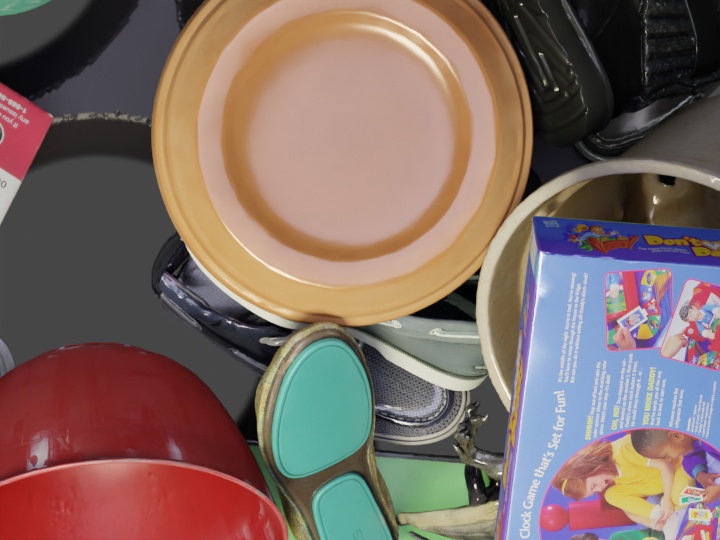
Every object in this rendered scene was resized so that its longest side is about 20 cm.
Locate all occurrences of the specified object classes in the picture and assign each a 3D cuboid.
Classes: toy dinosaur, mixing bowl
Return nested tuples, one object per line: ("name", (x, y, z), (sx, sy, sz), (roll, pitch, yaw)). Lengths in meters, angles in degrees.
("toy dinosaur", (0.086, 0.119, 1.403), (0.047, 0.200, 0.088), (-51, 132, -39))
("mixing bowl", (-0.143, 0.109, 1.443), (0.200, 0.200, 0.109), (-8, 57, -1))

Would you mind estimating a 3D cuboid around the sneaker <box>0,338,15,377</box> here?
("sneaker", (-0.264, 0.118, 1.478), (0.074, 0.087, 0.200), (26, 87, 1))

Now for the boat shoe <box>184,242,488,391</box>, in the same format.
("boat shoe", (0.000, 0.000, 1.431), (0.200, 0.062, 0.073), (25, 45, -22))

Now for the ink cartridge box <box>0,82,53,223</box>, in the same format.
("ink cartridge box", (-0.278, -0.031, 1.442), (0.147, 0.086, 0.200), (32, 64, -19))

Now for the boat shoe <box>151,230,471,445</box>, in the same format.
("boat shoe", (-0.029, 0.038, 1.483), (0.200, 0.093, 0.075), (25, 86, 1))

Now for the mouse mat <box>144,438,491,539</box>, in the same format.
("mouse mat", (-0.026, 0.180, 1.518), (0.199, 0.008, 0.161), (5, 86, 1))

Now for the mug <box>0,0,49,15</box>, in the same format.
("mug", (-0.220, -0.211, 1.465), (0.185, 0.114, 0.152), (-30, 80, -35))

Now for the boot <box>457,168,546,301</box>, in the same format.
("boot", (0.008, -0.041, 1.486), (0.200, 0.073, 0.151), (-27, 123, 33))

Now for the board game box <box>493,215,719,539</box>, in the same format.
("board game box", (0.141, 0.077, 1.311), (0.134, 0.045, 0.201), (5, 114, -3))

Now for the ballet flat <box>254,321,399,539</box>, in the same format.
("ballet flat", (-0.025, 0.094, 1.442), (0.070, 0.200, 0.071), (-8, 42, 7))

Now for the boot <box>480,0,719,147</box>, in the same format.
("boot", (0.131, -0.182, 1.418), (0.158, 0.079, 0.212), (-26, 100, -27))

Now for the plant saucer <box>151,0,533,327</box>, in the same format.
("plant saucer", (-0.008, -0.069, 1.370), (0.200, 0.037, 0.201), (0, 95, -4))

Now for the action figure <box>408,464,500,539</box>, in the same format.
("action figure", (0.131, 0.138, 1.475), (0.200, 0.102, 0.119), (-20, 101, -5))

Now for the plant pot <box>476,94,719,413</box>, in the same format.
("plant pot", (0.187, -0.003, 1.426), (0.200, 0.184, 0.201), (11, 120, 20))

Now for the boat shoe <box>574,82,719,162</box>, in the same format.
("boat shoe", (0.195, -0.143, 1.515), (0.072, 0.060, 0.202), (44, 87, 1))
